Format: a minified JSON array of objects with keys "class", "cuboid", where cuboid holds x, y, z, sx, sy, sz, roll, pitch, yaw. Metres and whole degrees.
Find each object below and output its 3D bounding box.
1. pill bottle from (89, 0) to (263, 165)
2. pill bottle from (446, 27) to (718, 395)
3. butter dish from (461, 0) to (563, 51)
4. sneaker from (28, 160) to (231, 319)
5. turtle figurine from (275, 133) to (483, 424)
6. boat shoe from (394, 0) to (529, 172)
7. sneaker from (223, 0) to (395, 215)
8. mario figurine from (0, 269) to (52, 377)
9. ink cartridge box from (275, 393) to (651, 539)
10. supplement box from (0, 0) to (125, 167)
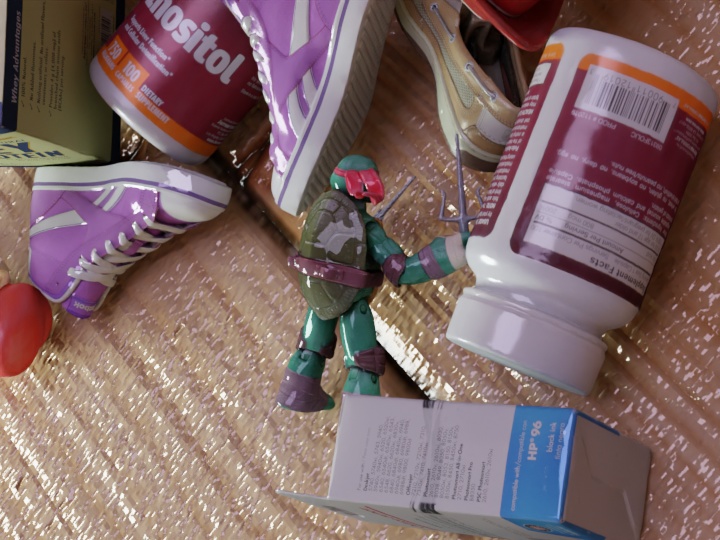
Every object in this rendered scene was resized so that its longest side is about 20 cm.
[{"class":"pill bottle","cuboid":[-0.096,-0.185,1.263,0.200,0.113,0.113,-49,55,10]},{"class":"pill bottle","cuboid":[0.132,-0.034,1.060,0.113,0.114,0.202,20,86,36]},{"class":"butter dish","cuboid":[0.092,-0.265,1.064,0.148,0.200,0.200,-39,12,29]},{"class":"sneaker","cuboid":[-0.175,-0.019,1.292,0.199,0.072,0.116,-1,77,44]},{"class":"turtle figurine","cuboid":[0.000,0.000,1.139,0.149,0.100,0.202,23,103,60]},{"class":"boat shoe","cuboid":[0.075,-0.166,1.154,0.076,0.071,0.202,119,138,-51]},{"class":"sneaker","cuboid":[-0.049,-0.144,1.189,0.113,0.073,0.202,25,118,14]},{"class":"mario figurine","cuboid":[-0.325,0.022,1.345,0.199,0.124,0.106,33,81,41]},{"class":"ink cartridge box","cuboid":[0.061,0.121,1.053,0.198,0.116,0.069,1,74,33]},{"class":"supplement box","cuboid":[-0.271,-0.186,1.267,0.133,0.200,0.203,0,86,15]}]
